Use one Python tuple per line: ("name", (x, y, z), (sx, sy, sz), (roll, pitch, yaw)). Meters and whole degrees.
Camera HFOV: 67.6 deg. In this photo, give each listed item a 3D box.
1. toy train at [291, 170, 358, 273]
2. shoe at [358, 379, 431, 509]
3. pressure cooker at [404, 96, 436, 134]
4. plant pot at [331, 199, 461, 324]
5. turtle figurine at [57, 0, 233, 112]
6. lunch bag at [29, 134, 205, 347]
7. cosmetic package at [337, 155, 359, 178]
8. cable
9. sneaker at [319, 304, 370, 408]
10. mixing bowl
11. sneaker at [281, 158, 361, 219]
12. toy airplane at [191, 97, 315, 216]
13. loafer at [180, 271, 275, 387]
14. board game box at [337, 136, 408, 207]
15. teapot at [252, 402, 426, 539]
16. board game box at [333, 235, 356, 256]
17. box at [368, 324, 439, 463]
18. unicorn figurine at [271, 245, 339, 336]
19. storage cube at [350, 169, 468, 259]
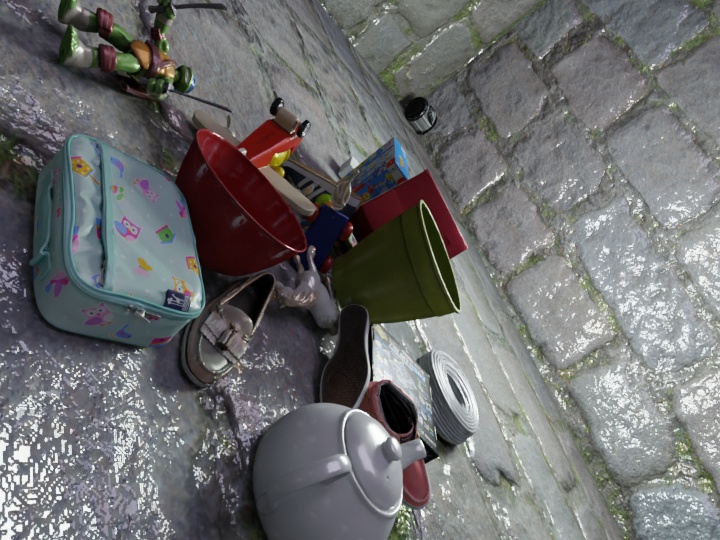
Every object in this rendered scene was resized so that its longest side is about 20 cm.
("toy train", (-0.056, -0.104, 0.947), (0.083, 0.202, 0.117), (26, 21, -19))
("shoe", (0.058, 0.258, 0.794), (0.204, 0.070, 0.091), (64, -25, 7))
("pressure cooker", (0.394, -0.980, 3.429), (0.199, 0.174, 0.182), (36, 25, -48))
("plant pot", (0.057, 0.009, 0.954), (0.203, 0.188, 0.203), (58, 19, -33))
("turtle figurine", (-0.284, -0.306, 0.716), (0.191, 0.149, 0.197), (5, 9, -45))
("lunch bag", (-0.241, -0.028, 0.539), (0.159, 0.076, 0.204), (31, 33, -54))
("cosmetic package", (0.016, -0.216, 1.510), (0.201, 0.050, 0.083), (52, 18, -18))
("cable", (0.188, 0.273, 1.169), (0.200, 0.068, 0.203), (45, 23, -35))
("sneaker", (-0.017, 0.156, 0.840), (0.086, 0.070, 0.203), (92, 9, -46))
("mixing bowl", (-0.173, -0.069, 0.702), (0.201, 0.108, 0.201), (48, 10, -12))
("sneaker", (-0.100, -0.147, 1.109), (0.197, 0.111, 0.070), (32, 14, 20))
("toy airplane", (-0.174, -0.174, 0.882), (0.193, 0.142, 0.205), (1, 59, -22))
("loafer", (-0.153, 0.056, 0.653), (0.072, 0.062, 0.201), (52, 20, -17))
("board game box", (0.023, -0.216, 1.308), (0.056, 0.194, 0.202), (47, 21, -21))
("teapot", (-0.018, 0.230, 0.605), (0.199, 0.144, 0.201), (51, 21, -18))
("board game box", (0.000, 0.000, 1.188), (0.203, 0.023, 0.104), (60, 21, 2))
("box", (0.064, 0.214, 0.982), (0.201, 0.049, 0.201), (48, 21, -26))
("unicorn figurine", (-0.081, 0.034, 0.851), (0.200, 0.073, 0.139), (43, 24, -38))
("storage cube", (0.093, -0.078, 1.136), (0.183, 0.168, 0.200), (61, -11, 0))
